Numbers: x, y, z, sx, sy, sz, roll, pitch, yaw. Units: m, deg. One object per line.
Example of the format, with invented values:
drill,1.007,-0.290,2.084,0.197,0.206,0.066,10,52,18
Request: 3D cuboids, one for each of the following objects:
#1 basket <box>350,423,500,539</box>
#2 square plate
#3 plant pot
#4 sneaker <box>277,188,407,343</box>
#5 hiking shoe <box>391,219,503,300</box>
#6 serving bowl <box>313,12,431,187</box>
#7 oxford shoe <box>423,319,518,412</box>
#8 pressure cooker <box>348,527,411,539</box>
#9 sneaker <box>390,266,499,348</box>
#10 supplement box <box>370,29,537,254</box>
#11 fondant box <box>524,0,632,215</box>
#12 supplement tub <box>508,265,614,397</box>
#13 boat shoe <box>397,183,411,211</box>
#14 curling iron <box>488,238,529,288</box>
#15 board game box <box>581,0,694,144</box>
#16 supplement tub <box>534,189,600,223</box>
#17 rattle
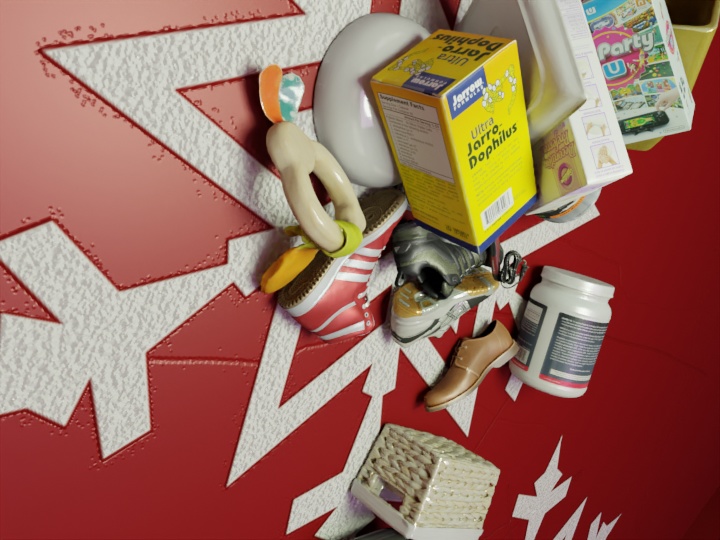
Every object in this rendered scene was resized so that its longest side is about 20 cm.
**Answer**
basket,0.108,0.327,0.899,0.199,0.135,0.125,29,83,-44
square plate,0.162,-0.235,0.644,0.028,0.198,0.202,-14,83,-11
plant pot,0.383,-0.292,0.837,0.195,0.194,0.201,-54,149,-38
sneaker,0.000,0.000,0.713,0.200,0.071,0.113,-46,127,-8
hiking shoe,0.119,-0.009,0.801,0.198,0.075,0.102,8,83,-33
serving bowl,0.043,-0.192,0.679,0.199,0.066,0.203,-17,118,-35
oxford shoe,0.167,0.152,0.940,0.199,0.071,0.072,-36,100,-25
pressure cooker,0.030,0.481,0.862,0.199,0.175,0.181,5,77,-43
sneaker,0.118,0.050,0.851,0.198,0.076,0.088,-17,132,-32
supplement box,0.109,-0.139,0.636,0.109,0.108,0.201,-40,133,-18
fondant box,0.216,-0.180,0.664,0.058,0.144,0.202,-15,85,-12
supplement tub,0.353,0.106,1.021,0.139,0.140,0.202,6,103,-42
boat shoe,0.140,-0.095,0.801,0.199,0.067,0.073,9,101,-43
curling iron,0.186,-0.074,0.780,0.049,0.026,0.202,-13,103,8
board game box,0.311,-0.255,0.723,0.201,0.146,0.065,53,51,-29
supplement tub,0.258,-0.149,0.847,0.199,0.122,0.124,13,98,-43
rattle,-0.089,-0.095,0.627,0.201,0.142,0.131,55,43,-19
